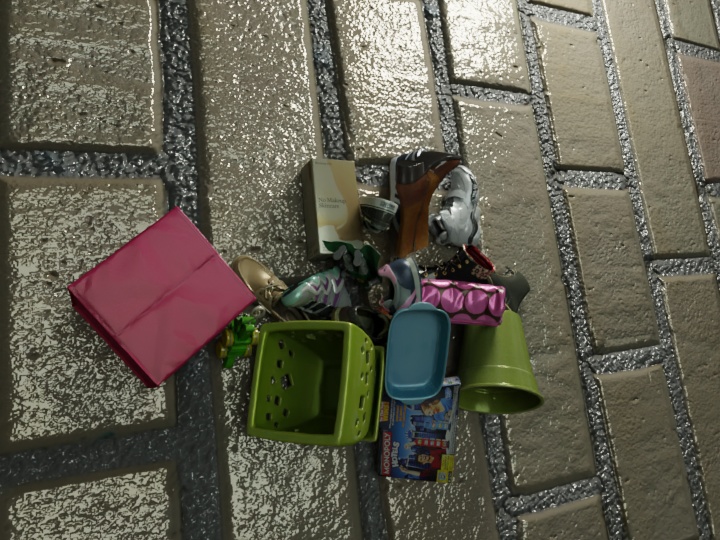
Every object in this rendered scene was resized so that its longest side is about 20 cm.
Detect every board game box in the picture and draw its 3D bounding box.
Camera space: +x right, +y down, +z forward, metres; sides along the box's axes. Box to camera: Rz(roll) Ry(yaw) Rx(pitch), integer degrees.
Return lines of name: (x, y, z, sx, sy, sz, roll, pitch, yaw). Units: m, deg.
board game box: (0.091, 0.306, 1.117, 0.198, 0.062, 0.202, 5, 94, 5)

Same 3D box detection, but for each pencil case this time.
pencil case: (0.202, 0.072, 1.160, 0.198, 0.091, 0.094, 2, 54, 0)

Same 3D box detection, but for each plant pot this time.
plant pot: (-0.063, 0.207, 1.001, 0.181, 0.197, 0.202, 32, 60, -55)
plant pot: (0.292, 0.191, 1.216, 0.198, 0.200, 0.192, 19, 59, -21)

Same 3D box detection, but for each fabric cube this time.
fabric cube: (-0.327, 0.051, 0.918, 0.199, 0.196, 0.200, -44, 100, -26)

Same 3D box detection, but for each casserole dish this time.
casserole dish: (0.101, 0.151, 1.044, 0.120, 0.039, 0.202, 0, 105, -15)

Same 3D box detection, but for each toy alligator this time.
toy alligator: (-0.210, 0.103, 0.981, 0.059, 0.200, 0.055, 1, 52, -33)

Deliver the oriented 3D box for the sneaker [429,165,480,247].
sneaker: (0.213, -0.149, 1.300, 0.114, 0.075, 0.202, -1, 82, -29)

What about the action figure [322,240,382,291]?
action figure: (0.000, 0.000, 1.110, 0.117, 0.200, 0.055, 19, 77, 19)

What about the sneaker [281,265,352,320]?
sneaker: (-0.065, 0.075, 1.069, 0.141, 0.077, 0.200, 65, 28, -1)

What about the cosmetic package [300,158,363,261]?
cosmetic package: (-0.060, -0.124, 1.160, 0.104, 0.071, 0.202, -2, 80, -26)

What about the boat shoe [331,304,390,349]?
boat shoe: (0.028, 0.112, 1.078, 0.200, 0.066, 0.072, 25, 59, -46)

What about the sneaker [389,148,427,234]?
sneaker: (0.122, -0.172, 1.236, 0.070, 0.108, 0.202, 6, 75, -42)

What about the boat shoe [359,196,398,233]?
boat shoe: (0.028, -0.111, 1.146, 0.070, 0.200, 0.064, 18, 93, -5)

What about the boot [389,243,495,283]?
boot: (0.177, -0.003, 1.201, 0.199, 0.151, 0.074, 33, 36, -19)

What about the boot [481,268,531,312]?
boot: (0.321, 0.015, 1.328, 0.138, 0.077, 0.201, -45, 113, -31)

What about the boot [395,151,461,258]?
boot: (0.145, -0.141, 1.180, 0.188, 0.068, 0.202, -31, 127, -44)

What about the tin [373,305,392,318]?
tin: (0.060, 0.126, 1.185, 0.199, 0.042, 0.113, -18, 91, -29)

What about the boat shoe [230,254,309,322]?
boat shoe: (-0.165, 0.046, 1.073, 0.200, 0.064, 0.071, 47, 63, -10)

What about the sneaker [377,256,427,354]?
sneaker: (0.079, 0.077, 1.079, 0.081, 0.070, 0.202, -11, 102, -10)
